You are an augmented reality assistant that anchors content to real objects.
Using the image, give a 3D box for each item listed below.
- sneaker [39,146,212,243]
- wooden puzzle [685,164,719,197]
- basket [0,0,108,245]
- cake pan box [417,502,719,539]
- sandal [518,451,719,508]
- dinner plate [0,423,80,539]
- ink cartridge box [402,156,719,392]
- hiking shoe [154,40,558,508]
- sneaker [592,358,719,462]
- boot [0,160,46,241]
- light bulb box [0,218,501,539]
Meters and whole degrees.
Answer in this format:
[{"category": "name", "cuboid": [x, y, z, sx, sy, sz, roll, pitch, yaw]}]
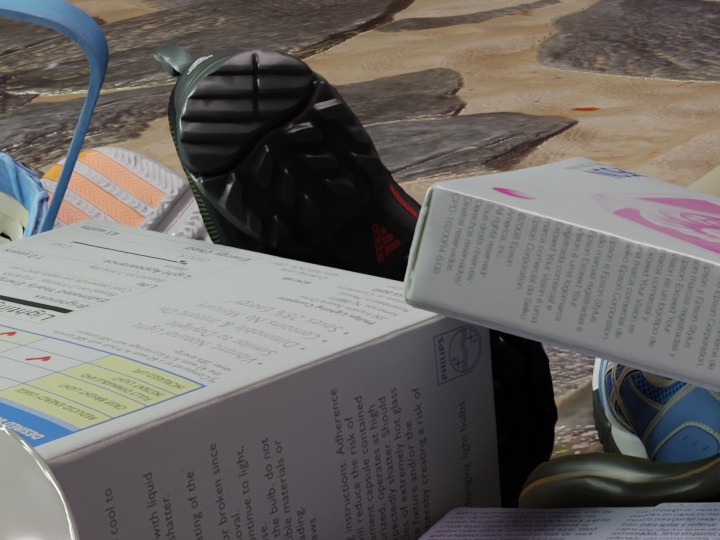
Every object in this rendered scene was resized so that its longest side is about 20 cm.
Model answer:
[{"category": "sneaker", "cuboid": [-0.041, 0.038, 1.037, 0.200, 0.112, 0.078, 38, 65, 22]}, {"category": "wooden puzzle", "cuboid": [0.219, -0.009, 1.072, 0.200, 0.037, 0.185, 23, 33, 28]}, {"category": "basket", "cuboid": [-0.189, -0.026, 0.953, 0.176, 0.200, 0.139, 15, 30, -1]}, {"category": "cake pan box", "cuboid": [0.068, 0.116, 0.677, 0.200, 0.052, 0.184, -4, 20, 32]}, {"category": "sandal", "cuboid": [0.113, 0.087, 0.803, 0.200, 0.082, 0.055, -7, 51, 52]}, {"category": "dinner plate", "cuboid": [-0.149, 0.113, 0.637, 0.200, 0.024, 0.200, -23, 44, 23]}, {"category": "ink cartridge box", "cuboid": [0.133, 0.011, 0.800, 0.200, 0.043, 0.196, 15, 8, 14]}, {"category": "hiking shoe", "cuboid": [0.000, 0.000, 0.937, 0.076, 0.200, 0.101, -33, 21, -4]}, {"category": "sneaker", "cuboid": [0.126, 0.040, 0.961, 0.076, 0.077, 0.200, -8, 14, -5]}, {"category": "boot", "cuboid": [-0.220, 0.023, 1.085, 0.211, 0.079, 0.158, 7, 42, 15]}, {"category": "light bulb box", "cuboid": [-0.094, 0.075, 0.814, 0.200, 0.125, 0.198, -19, 20, -40]}]
